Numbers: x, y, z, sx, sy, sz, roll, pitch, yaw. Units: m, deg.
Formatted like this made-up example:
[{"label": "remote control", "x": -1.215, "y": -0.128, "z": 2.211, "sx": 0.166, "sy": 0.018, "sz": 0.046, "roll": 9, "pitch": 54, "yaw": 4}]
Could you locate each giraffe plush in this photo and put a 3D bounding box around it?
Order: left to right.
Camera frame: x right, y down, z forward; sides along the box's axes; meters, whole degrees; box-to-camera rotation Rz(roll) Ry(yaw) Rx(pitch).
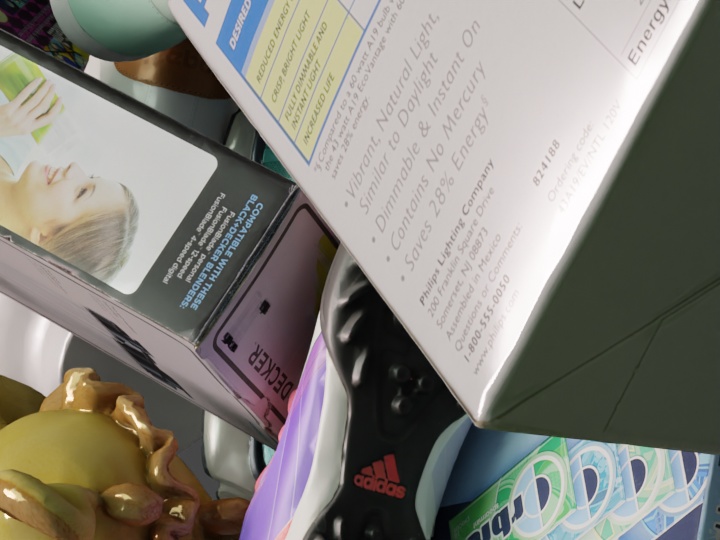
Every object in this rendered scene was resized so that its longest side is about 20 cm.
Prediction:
[{"label": "giraffe plush", "x": -0.111, "y": 0.089, "z": 0.939, "sx": 0.162, "sy": 0.172, "sz": 0.200, "roll": 15, "pitch": 117, "yaw": 36}]

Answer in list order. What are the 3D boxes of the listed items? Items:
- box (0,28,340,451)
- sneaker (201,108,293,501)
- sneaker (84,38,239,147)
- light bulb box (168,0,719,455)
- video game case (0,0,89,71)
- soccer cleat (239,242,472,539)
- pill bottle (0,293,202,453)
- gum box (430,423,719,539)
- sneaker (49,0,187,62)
[{"label": "box", "x": -0.093, "y": -0.021, "z": 0.947, "sx": 0.200, "sy": 0.117, "sz": 0.060, "roll": 28, "pitch": 79, "yaw": 27}, {"label": "sneaker", "x": 0.000, "y": 0.000, "z": 1.013, "sx": 0.080, "sy": 0.077, "sz": 0.200, "roll": -16, "pitch": 59, "yaw": 30}, {"label": "sneaker", "x": -0.068, "y": -0.071, "z": 1.106, "sx": 0.200, "sy": 0.073, "sz": 0.085, "roll": -133, "pitch": 54, "yaw": -78}, {"label": "light bulb box", "x": 0.073, "y": -0.089, "z": 0.761, "sx": 0.198, "sy": 0.125, "sz": 0.200, "roll": -63, "pitch": 39, "yaw": 24}, {"label": "video game case", "x": -0.188, "y": -0.126, "z": 1.201, "sx": 0.036, "sy": 0.181, "sz": 0.200, "roll": -57, "pitch": 5, "yaw": 16}, {"label": "soccer cleat", "x": 0.000, "y": 0.047, "z": 0.882, "sx": 0.073, "sy": 0.068, "sz": 0.200, "roll": -3, "pitch": 70, "yaw": 63}, {"label": "pill bottle", "x": -0.119, "y": 0.013, "z": 1.130, "sx": 0.200, "sy": 0.111, "sz": 0.111, "roll": 25, "pitch": 91, "yaw": 59}, {"label": "gum box", "x": 0.077, "y": 0.007, "z": 0.892, "sx": 0.170, "sy": 0.045, "sz": 0.200, "roll": -17, "pitch": 54, "yaw": 53}, {"label": "sneaker", "x": -0.028, "y": -0.166, "z": 0.972, "sx": 0.118, "sy": 0.074, "sz": 0.201, "roll": -4, "pitch": 67, "yaw": 55}]
